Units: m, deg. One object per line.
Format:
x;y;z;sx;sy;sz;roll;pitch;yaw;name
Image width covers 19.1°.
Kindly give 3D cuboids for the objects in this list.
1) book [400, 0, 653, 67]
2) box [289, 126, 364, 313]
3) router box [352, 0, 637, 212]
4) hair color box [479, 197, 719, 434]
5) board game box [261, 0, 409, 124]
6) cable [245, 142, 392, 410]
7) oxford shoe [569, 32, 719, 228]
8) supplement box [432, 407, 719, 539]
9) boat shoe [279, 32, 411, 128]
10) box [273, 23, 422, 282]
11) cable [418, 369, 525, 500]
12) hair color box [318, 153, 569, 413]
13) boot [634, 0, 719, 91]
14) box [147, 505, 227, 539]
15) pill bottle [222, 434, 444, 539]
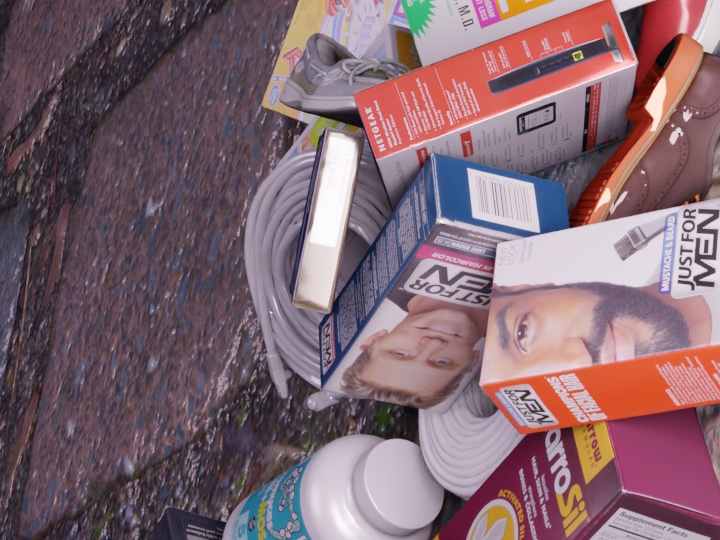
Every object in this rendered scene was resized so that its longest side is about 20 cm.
0.107;-0.220;1.454;0.199;0.048;0.134;-17;96;42;book
-0.025;-0.036;1.510;0.200;0.032;0.122;-147;68;-86;box
0.093;-0.104;1.447;0.200;0.178;0.049;68;-178;-79;router box
0.177;0.024;1.291;0.199;0.064;0.111;-13;49;28;hair color box
0.006;-0.215;1.870;0.134;0.034;0.201;22;94;29;board game box
0.000;0.000;1.659;0.199;0.069;0.201;-11;98;38;cable
0.190;-0.051;1.399;0.201;0.072;0.071;-61;6;3;oxford shoe
0.136;0.168;1.372;0.200;0.085;0.111;-53;31;35;supplement box
-0.008;-0.146;1.654;0.202;0.074;0.065;-153;78;-71;boat shoe
0.019;-0.087;1.761;0.200;0.101;0.113;-50;33;38;box
0.112;0.074;1.502;0.200;0.069;0.201;35;106;64;cable
0.053;0.013;1.442;0.200;0.099;0.061;124;151;-47;hair color box
0.189;-0.226;1.459;0.072;0.144;0.201;14;88;63;boot
-0.136;0.338;1.737;0.197;0.117;0.200;-60;27;23;box
-0.017;0.194;1.641;0.200;0.110;0.111;-37;42;50;pill bottle
